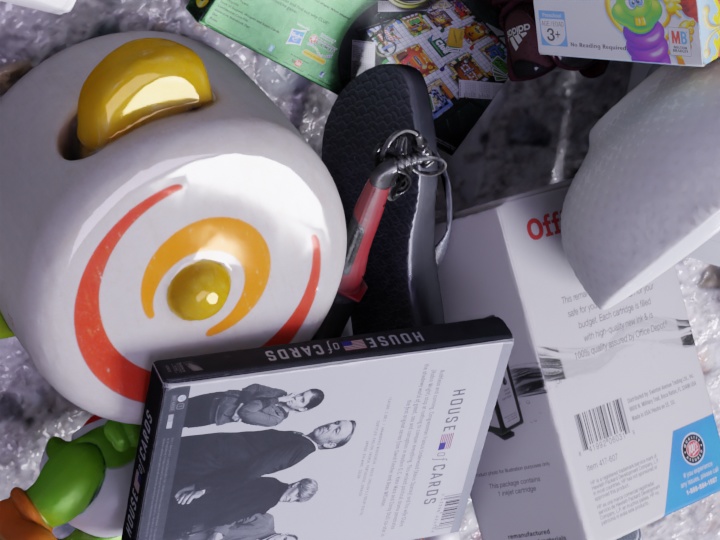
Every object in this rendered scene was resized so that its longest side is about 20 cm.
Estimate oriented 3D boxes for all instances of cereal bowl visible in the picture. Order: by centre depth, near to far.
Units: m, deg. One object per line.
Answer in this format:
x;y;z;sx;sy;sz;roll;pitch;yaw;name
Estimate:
0.184;-0.070;1.286;0.200;0.083;0.200;-38;174;-5;cereal bowl

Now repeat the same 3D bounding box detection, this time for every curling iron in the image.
0.000;0.000;1.294;0.050;0.026;0.200;-18;146;-37;curling iron

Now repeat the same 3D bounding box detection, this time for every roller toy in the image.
-0.105;-0.021;1.248;0.182;0.140;0.200;20;109;-39;roller toy

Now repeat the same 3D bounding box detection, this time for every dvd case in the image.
-0.024;0.097;1.284;0.200;0.025;0.150;-7;133;-24;dvd case

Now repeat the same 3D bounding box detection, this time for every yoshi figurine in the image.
-0.104;0.108;1.326;0.112;0.112;0.200;45;74;-6;yoshi figurine

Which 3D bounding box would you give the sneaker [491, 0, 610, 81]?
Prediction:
0.087;-0.167;1.273;0.200;0.076;0.116;32;65;-41;sneaker

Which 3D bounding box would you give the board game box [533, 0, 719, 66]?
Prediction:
0.185;-0.187;1.264;0.200;0.105;0.103;-29;119;-45;board game box

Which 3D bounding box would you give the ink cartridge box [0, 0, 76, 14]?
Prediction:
-0.223;-0.194;1.055;0.200;0.146;0.085;12;113;-36;ink cartridge box

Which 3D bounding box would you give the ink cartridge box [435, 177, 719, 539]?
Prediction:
0.120;0.051;1.379;0.146;0.084;0.200;-15;90;-46;ink cartridge box

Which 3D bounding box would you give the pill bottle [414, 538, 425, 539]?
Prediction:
-0.055;0.172;1.426;0.200;0.114;0.114;-15;127;-21;pill bottle

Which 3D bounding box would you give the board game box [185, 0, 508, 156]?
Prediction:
0.009;-0.143;1.310;0.200;0.023;0.105;26;108;-40;board game box

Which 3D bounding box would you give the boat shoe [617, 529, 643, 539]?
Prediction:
0.104;0.224;1.582;0.200;0.074;0.067;-15;125;-22;boat shoe

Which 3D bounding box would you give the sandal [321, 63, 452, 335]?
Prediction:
0.021;-0.020;1.326;0.043;0.076;0.201;-21;115;-42;sandal

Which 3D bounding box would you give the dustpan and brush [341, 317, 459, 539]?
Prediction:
0.030;0.080;1.397;0.139;0.200;0.057;-10;160;-25;dustpan and brush

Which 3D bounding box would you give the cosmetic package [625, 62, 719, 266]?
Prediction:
0.251;-0.069;1.402;0.052;0.200;0.151;-53;156;-54;cosmetic package
